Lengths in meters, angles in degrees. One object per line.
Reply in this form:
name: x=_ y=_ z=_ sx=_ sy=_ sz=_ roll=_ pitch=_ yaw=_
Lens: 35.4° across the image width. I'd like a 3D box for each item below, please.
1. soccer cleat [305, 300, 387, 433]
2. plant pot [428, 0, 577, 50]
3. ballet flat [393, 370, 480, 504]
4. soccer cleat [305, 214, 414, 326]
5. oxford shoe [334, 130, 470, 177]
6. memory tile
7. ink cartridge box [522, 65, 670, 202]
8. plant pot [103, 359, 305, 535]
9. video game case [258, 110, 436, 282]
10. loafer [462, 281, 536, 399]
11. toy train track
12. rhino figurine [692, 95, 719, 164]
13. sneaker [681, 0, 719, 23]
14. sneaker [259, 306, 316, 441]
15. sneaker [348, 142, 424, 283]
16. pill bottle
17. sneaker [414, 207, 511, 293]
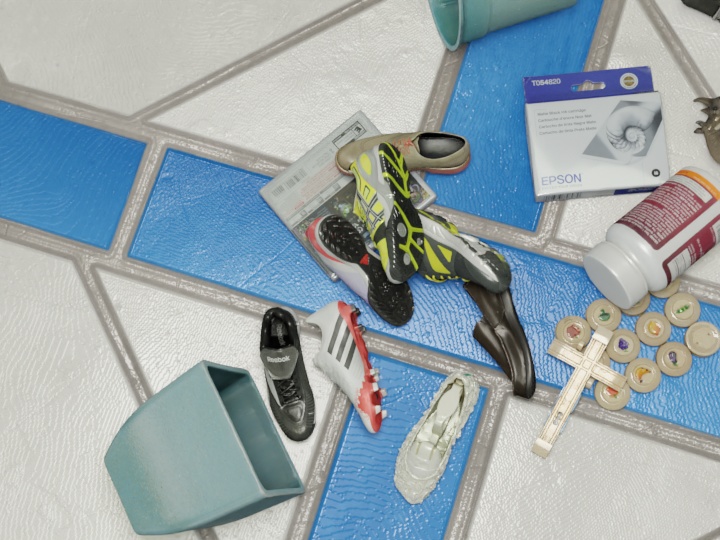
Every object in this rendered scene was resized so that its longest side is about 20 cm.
soccer cleat: x=-0.021 y=0.140 z=1.601 sx=0.085 sy=0.069 sz=0.200 roll=-20 pitch=72 yaw=10
plant pot: x=0.209 y=-0.441 z=1.658 sx=0.196 sy=0.200 sz=0.201 roll=-13 pitch=76 yaw=-6
ballet flat: x=0.101 y=0.226 z=1.566 sx=0.072 sy=0.072 sz=0.200 roll=25 pitch=81 yaw=10
soccer cleat: x=0.000 y=0.000 z=1.617 sx=0.200 sy=0.073 sz=0.068 roll=47 pitch=70 yaw=-17
oxford shoe: x=0.061 y=-0.177 z=1.638 sx=0.200 sy=0.075 sz=0.071 roll=-6 pitch=74 yaw=1
memory tile: x=0.392 y=0.094 z=1.595 sx=0.200 sy=0.017 sz=0.153 roll=-30 pitch=76 yaw=-2
ink cartridge box: x=0.344 y=-0.207 z=1.658 sx=0.199 sy=0.041 sz=0.200 roll=-6 pitch=76 yaw=4
plant pot: x=-0.224 y=0.260 z=1.529 sx=0.200 sy=0.196 sz=0.197 roll=-29 pitch=76 yaw=6
video game case: x=-0.019 y=-0.112 z=1.679 sx=0.200 sy=0.023 sz=0.182 roll=-39 pitch=76 yaw=-5
loafer: x=0.195 y=0.092 z=1.591 sx=0.071 sy=0.073 sz=0.200 roll=-18 pitch=66 yaw=5
toy train track: x=0.294 y=0.167 z=1.566 sx=0.115 sy=0.033 sz=0.200 roll=28 pitch=88 yaw=14
rhino figurine: x=0.551 y=-0.179 z=1.622 sx=0.087 sy=0.060 sz=0.200 roll=-43 pitch=73 yaw=6
sneaker: x=0.568 y=-0.361 z=1.658 sx=0.200 sy=0.075 sz=0.116 roll=8 pitch=80 yaw=6
sneaker: x=-0.108 y=0.141 z=1.592 sx=0.066 sy=0.091 sz=0.200 roll=-11 pitch=76 yaw=3
sneaker: x=0.035 y=-0.076 z=1.590 sx=0.076 sy=0.075 sz=0.200 roll=-19 pitch=71 yaw=35
pill bottle: x=0.415 y=-0.044 z=1.568 sx=0.200 sy=0.114 sz=0.114 roll=-38 pitch=76 yaw=-9
sneaker: x=0.131 y=-0.013 z=1.601 sx=0.200 sy=0.074 sz=0.085 roll=38 pitch=111 yaw=37
